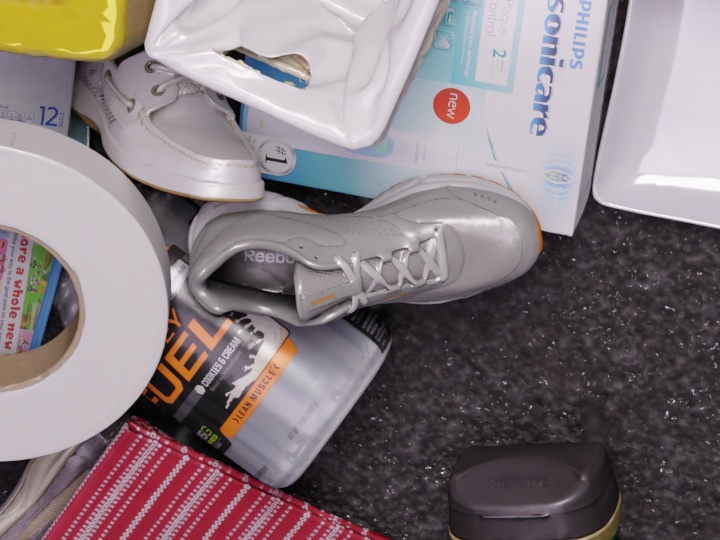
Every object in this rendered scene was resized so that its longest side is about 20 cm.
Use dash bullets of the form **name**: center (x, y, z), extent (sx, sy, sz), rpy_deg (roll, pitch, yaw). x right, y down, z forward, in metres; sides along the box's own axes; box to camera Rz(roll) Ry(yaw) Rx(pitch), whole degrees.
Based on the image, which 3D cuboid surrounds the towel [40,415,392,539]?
- **towel**: center (-0.094, 0.180, 1.528), extent (0.199, 0.023, 0.145), rpy_deg (27, 118, -19)

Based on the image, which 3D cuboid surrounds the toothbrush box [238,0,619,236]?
- **toothbrush box**: center (0.039, -0.116, 1.368), extent (0.199, 0.085, 0.147), rpy_deg (11, 115, 8)

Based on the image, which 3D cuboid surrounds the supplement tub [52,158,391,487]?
- **supplement tub**: center (-0.091, 0.026, 1.439), extent (0.200, 0.123, 0.123), rpy_deg (36, 116, -2)

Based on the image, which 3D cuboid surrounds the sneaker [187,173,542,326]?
- **sneaker**: center (0.000, 0.000, 1.326), extent (0.199, 0.092, 0.076), rpy_deg (-5, 114, 8)

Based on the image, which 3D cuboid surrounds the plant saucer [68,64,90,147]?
- **plant saucer**: center (-0.262, -0.083, 1.445), extent (0.200, 0.039, 0.203), rpy_deg (1, 88, -18)

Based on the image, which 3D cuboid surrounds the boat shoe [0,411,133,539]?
- **boat shoe**: center (-0.198, 0.165, 1.553), extent (0.073, 0.075, 0.200), rpy_deg (35, 117, -2)

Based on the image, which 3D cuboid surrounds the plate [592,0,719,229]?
- **plate**: center (0.241, -0.112, 1.347), extent (0.198, 0.032, 0.201), rpy_deg (13, 115, 10)

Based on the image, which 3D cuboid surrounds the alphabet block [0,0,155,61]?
- **alphabet block**: center (-0.182, -0.228, 1.300), extent (0.194, 0.200, 0.198), rpy_deg (5, 105, 11)

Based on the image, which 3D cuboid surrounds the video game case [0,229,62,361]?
- **video game case**: center (-0.271, -0.004, 1.371), extent (0.199, 0.018, 0.144), rpy_deg (14, 114, -12)

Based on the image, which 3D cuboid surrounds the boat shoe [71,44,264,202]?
- **boat shoe**: center (-0.110, -0.097, 1.369), extent (0.070, 0.200, 0.070), rpy_deg (4, 112, -34)

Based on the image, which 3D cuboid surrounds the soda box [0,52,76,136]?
- **soda box**: center (-0.264, -0.119, 1.387), extent (0.199, 0.063, 0.069), rpy_deg (5, 100, -17)

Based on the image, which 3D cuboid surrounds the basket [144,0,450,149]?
- **basket**: center (-0.007, -0.185, 1.238), extent (0.135, 0.123, 0.201), rpy_deg (24, 112, 5)

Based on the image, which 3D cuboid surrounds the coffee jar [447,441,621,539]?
- **coffee jar**: center (0.115, 0.200, 1.480), extent (0.104, 0.085, 0.201), rpy_deg (-3, 112, 19)

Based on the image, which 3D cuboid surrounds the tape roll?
- **tape roll**: center (-0.204, 0.012, 1.346), extent (0.201, 0.037, 0.204), rpy_deg (0, 119, -1)
